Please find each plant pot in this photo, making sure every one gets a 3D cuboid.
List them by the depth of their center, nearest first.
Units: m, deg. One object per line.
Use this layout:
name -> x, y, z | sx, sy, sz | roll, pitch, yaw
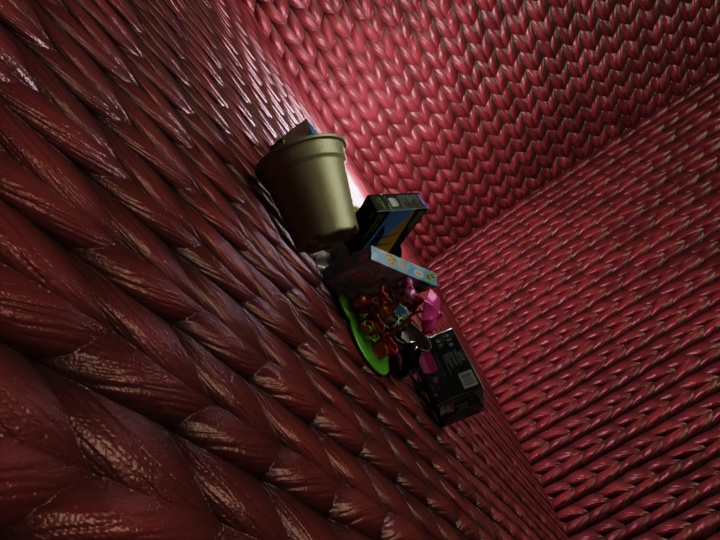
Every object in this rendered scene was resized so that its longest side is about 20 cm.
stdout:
plant pot -> -0.093, -0.142, 1.114 | 0.200, 0.197, 0.187 | 14, 55, -75

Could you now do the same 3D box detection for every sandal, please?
sandal -> 0.121, 0.206, 1.275 | 0.200, 0.044, 0.077 | 98, -5, -76

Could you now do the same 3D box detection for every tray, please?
tray -> -0.036, 0.039, 1.250 | 0.201, 0.022, 0.108 | 55, 12, -21

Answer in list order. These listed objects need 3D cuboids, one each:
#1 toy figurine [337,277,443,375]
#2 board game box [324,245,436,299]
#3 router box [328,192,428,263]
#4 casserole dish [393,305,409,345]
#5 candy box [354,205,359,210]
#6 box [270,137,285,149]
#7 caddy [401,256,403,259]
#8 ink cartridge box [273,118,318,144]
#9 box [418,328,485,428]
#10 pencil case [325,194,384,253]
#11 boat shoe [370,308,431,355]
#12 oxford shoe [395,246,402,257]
toy figurine -> 0.076, 0.086, 1.153 | 0.202, 0.182, 0.150 | 59, 16, 1
board game box -> 0.044, 0.014, 1.183 | 0.198, 0.150, 0.037 | 22, 59, -37
router box -> 0.037, -0.083, 1.200 | 0.147, 0.201, 0.052 | -9, 59, -37
casserole dish -> 0.100, 0.147, 1.488 | 0.200, 0.038, 0.123 | 38, 37, -60
candy box -> 0.026, -0.064, 1.447 | 0.102, 0.026, 0.204 | 30, 41, -57
box -> -0.145, -0.208, 1.392 | 0.193, 0.047, 0.202 | 47, 16, -40
caddy -> 0.073, 0.010, 1.634 | 0.143, 0.103, 0.202 | 83, -13, -48
ink cartridge box -> -0.132, -0.298, 1.518 | 0.200, 0.115, 0.069 | 46, 16, -47
box -> 0.227, 0.277, 1.440 | 0.116, 0.130, 0.202 | 74, -5, -46
pencil case -> -0.004, -0.100, 1.316 | 0.084, 0.198, 0.091 | 56, 19, -12
boat shoe -> 0.096, 0.142, 1.359 | 0.200, 0.060, 0.075 | 45, 56, -21
oxford shoe -> 0.075, -0.054, 1.415 | 0.072, 0.072, 0.202 | 51, 25, -31
